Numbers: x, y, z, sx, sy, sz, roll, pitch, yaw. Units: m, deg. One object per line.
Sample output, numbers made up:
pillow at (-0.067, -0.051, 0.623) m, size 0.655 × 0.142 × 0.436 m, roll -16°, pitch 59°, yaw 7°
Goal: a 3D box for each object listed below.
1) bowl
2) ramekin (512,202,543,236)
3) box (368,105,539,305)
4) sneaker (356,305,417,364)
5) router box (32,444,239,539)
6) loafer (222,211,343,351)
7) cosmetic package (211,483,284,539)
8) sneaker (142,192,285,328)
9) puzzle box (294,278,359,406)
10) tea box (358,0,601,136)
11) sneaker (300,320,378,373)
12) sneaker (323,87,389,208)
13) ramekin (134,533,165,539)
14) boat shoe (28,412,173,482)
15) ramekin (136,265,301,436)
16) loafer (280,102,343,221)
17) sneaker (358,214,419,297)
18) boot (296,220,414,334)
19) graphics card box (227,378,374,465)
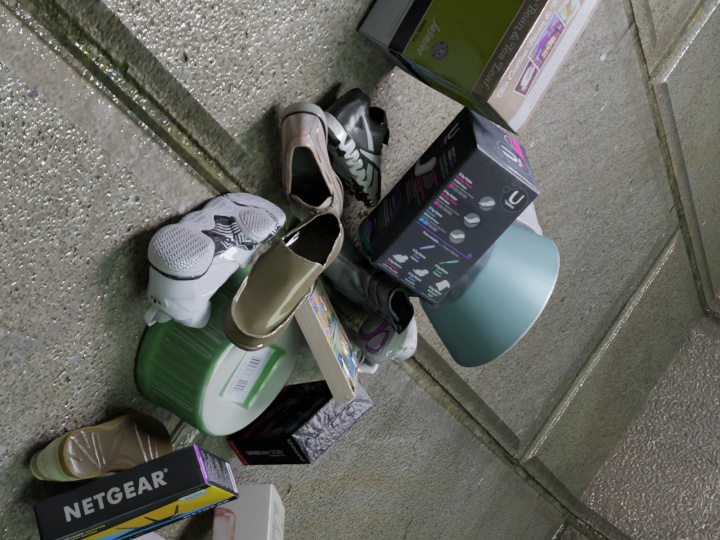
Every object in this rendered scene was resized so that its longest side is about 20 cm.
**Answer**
bowl at (0.149, 0.012, 1.634) m, size 0.105 × 0.201 × 0.202 m, roll 36°, pitch 87°, yaw -22°
ramekin at (0.150, -0.071, 1.755) m, size 0.203 × 0.199 × 0.095 m, roll 66°, pitch 22°, yaw -59°
box at (0.110, -0.079, 1.552) m, size 0.200 × 0.105 × 0.123 m, roll -48°, pitch -158°, yaw 23°
sneaker at (0.050, 0.089, 1.764) m, size 0.074 × 0.100 × 0.200 m, roll -27°, pitch -165°, yaw 16°
router box at (-0.253, 0.265, 1.452) m, size 0.198 × 0.052 × 0.149 m, roll -21°, pitch 161°, yaw 3°
loafer at (-0.085, 0.002, 1.423) m, size 0.201 × 0.076 × 0.068 m, roll -56°, pitch 174°, yaw -29°
cosmetic package at (-0.157, 0.405, 1.736) m, size 0.104 × 0.086 × 0.202 m, roll 76°, pitch 14°, yaw -56°
sneaker at (-0.168, -0.010, 1.413) m, size 0.199 × 0.075 × 0.116 m, roll -29°, pitch 149°, yaw -48°
puzzle box at (-0.042, 0.081, 1.572) m, size 0.025 × 0.134 × 0.200 m, roll -25°, pitch -173°, yaw 4°
tea box at (0.143, -0.301, 1.479) m, size 0.201 × 0.196 × 0.133 m, roll -57°, pitch 153°, yaw 3°
sneaker at (-0.041, 0.095, 1.724) m, size 0.077 × 0.080 × 0.199 m, roll -57°, pitch 152°, yaw 5°
sneaker at (0.005, -0.151, 1.549) m, size 0.091 × 0.066 × 0.200 m, roll -46°, pitch 150°, yaw -10°
ramekin at (-0.298, 0.421, 1.609) m, size 0.202 × 0.094 × 0.204 m, roll -39°, pitch 147°, yaw -31°
boat shoe at (-0.291, 0.210, 1.457) m, size 0.062 × 0.074 × 0.200 m, roll -18°, pitch 173°, yaw 27°
ramekin at (-0.160, 0.098, 1.505) m, size 0.200 × 0.097 × 0.201 m, roll -40°, pitch 149°, yaw -30°
loafer at (-0.061, -0.102, 1.472) m, size 0.201 × 0.071 × 0.063 m, roll 81°, pitch 8°, yaw -49°
sneaker at (0.044, -0.009, 1.703) m, size 0.200 × 0.079 × 0.072 m, roll 37°, pitch 43°, yaw -47°
boot at (0.000, 0.000, 1.624) m, size 0.070 × 0.131 × 0.200 m, roll -53°, pitch 147°, yaw -6°
graphics card box at (-0.082, 0.200, 1.671) m, size 0.125 × 0.051 × 0.199 m, roll -40°, pitch -167°, yaw -28°
